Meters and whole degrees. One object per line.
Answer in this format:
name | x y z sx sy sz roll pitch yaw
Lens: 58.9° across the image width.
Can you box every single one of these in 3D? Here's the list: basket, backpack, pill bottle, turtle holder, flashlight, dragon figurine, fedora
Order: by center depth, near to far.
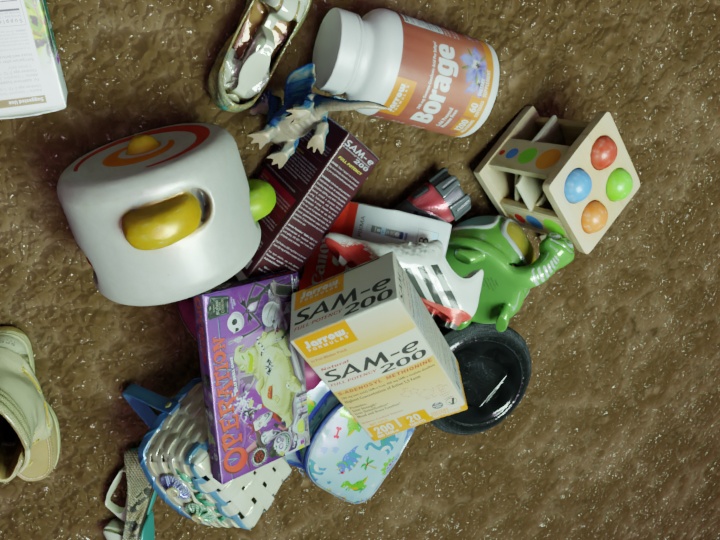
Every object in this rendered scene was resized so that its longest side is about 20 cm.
dragon figurine | -0.056 -0.171 0.662 0.197 0.101 0.059 -18 134 40
pill bottle | 0.050 -0.225 0.722 0.196 0.112 0.115 6 111 -26
basket | -0.196 0.216 0.776 0.139 0.198 0.178 -48 123 -29
flashlight | 0.051 -0.049 0.837 0.199 0.068 0.068 -39 167 1
turtle holder | 0.173 -0.015 0.843 0.141 0.186 0.132 42 55 2
backpack | -0.033 0.197 0.864 0.198 0.147 0.185 32 94 -26
fedora | 0.158 0.146 0.955 0.196 0.092 0.205 -10 117 -19

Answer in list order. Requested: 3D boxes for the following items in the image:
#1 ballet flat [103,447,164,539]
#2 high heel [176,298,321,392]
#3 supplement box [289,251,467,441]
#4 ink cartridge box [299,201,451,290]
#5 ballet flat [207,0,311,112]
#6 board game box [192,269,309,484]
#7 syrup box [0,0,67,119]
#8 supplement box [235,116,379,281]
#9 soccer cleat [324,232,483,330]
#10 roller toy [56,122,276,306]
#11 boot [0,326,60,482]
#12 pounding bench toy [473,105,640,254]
ballet flat | -0.308 0.327 0.860 0.073 0.068 0.205 11 104 -4
high heel | -0.129 0.076 0.777 0.199 0.067 0.097 40 99 -2
supplement box | 0.024 0.091 0.698 0.124 0.074 0.201 -22 129 16
ink cartridge box | 0.000 0.000 0.783 0.195 0.047 0.164 12 95 -5
ballet flat | -0.096 -0.257 0.671 0.070 0.071 0.202 26 101 -31
board game box | -0.112 0.110 0.682 0.118 0.032 0.205 -13 106 -36
syrup box | -0.325 -0.246 0.567 0.080 0.079 0.204 -13 118 -18
supplement box | -0.078 -0.080 0.733 0.060 0.109 0.201 29 100 -43
soccer cleat | 0.053 -0.006 0.733 0.197 0.069 0.087 28 83 -9
roller toy | -0.201 -0.066 0.642 0.178 0.201 0.142 1 121 23
boot | -0.380 0.185 0.698 0.071 0.156 0.204 -7 116 -20
pounding bench toy | 0.280 -0.096 0.846 0.125 0.155 0.200 -49 124 -10
